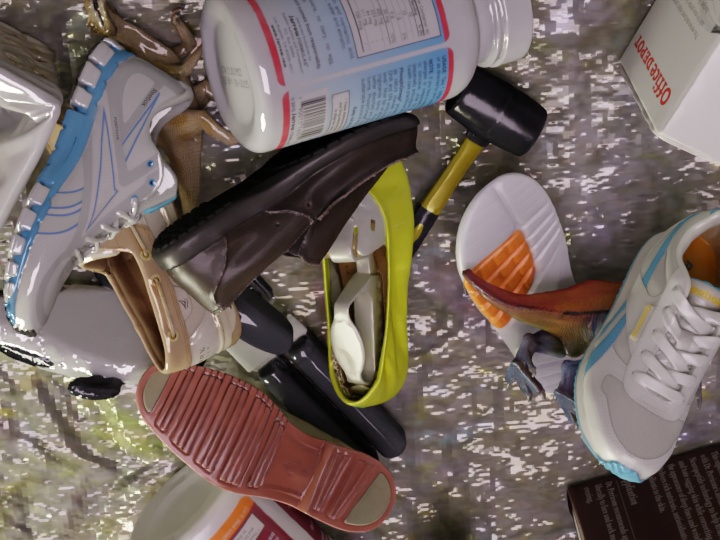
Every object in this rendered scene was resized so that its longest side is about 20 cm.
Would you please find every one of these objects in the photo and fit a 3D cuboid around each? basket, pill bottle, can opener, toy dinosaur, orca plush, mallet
[{"bbox_3d":[-0.292,-0.078,1.617,0.135,0.124,0.201,27,110,-15],"label":"basket"},{"bbox_3d":[-0.062,0.231,1.772,0.114,0.114,0.200,-39,110,13],"label":"pill bottle"},{"bbox_3d":[-0.045,0.076,1.730,0.053,0.067,0.200,-38,110,13],"label":"can opener"},{"bbox_3d":[-0.118,-0.107,1.664,0.101,0.058,0.201,-13,112,20],"label":"toy dinosaur"},{"bbox_3d":[0.005,-0.152,1.592,0.199,0.109,0.109,-17,115,-19],"label":"pill bottle"},{"bbox_3d":[-0.206,0.059,1.712,0.199,0.106,0.071,-7,149,-13],"label":"orca plush"},{"bbox_3d":[0.191,0.031,1.691,0.181,0.105,0.201,-43,126,-23],"label":"toy dinosaur"},{"bbox_3d":[0.061,-0.044,1.704,0.066,0.041,0.201,22,115,-9],"label":"mallet"}]

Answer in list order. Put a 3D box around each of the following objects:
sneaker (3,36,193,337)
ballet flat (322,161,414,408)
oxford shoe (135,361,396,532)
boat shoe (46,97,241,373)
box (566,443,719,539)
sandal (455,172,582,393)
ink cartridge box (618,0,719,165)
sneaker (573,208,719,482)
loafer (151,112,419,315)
[{"bbox_3d":[-0.165,-0.046,1.584,0.086,0.075,0.201,21,81,1],"label":"sneaker"},{"bbox_3d":[0.000,0.000,1.682,0.066,0.067,0.201,5,108,27],"label":"ballet flat"},{"bbox_3d":[-0.073,0.121,1.702,0.199,0.074,0.071,32,86,-19],"label":"oxford shoe"},{"bbox_3d":[-0.159,-0.022,1.643,0.069,0.074,0.200,-33,85,-27],"label":"boat shoe"},{"bbox_3d":[0.269,0.234,1.765,0.199,0.166,0.165,-16,113,4],"label":"box"},{"bbox_3d":[0.107,0.006,1.717,0.079,0.059,0.207,-33,134,-7],"label":"sandal"},{"bbox_3d":[0.262,-0.177,1.597,0.084,0.146,0.201,25,111,-15],"label":"ink cartridge box"},{"bbox_3d":[0.200,0.044,1.621,0.076,0.201,0.081,29,150,-14],"label":"sneaker"},{"bbox_3d":[-0.041,-0.039,1.625,0.199,0.073,0.072,-32,105,-11],"label":"loafer"}]
